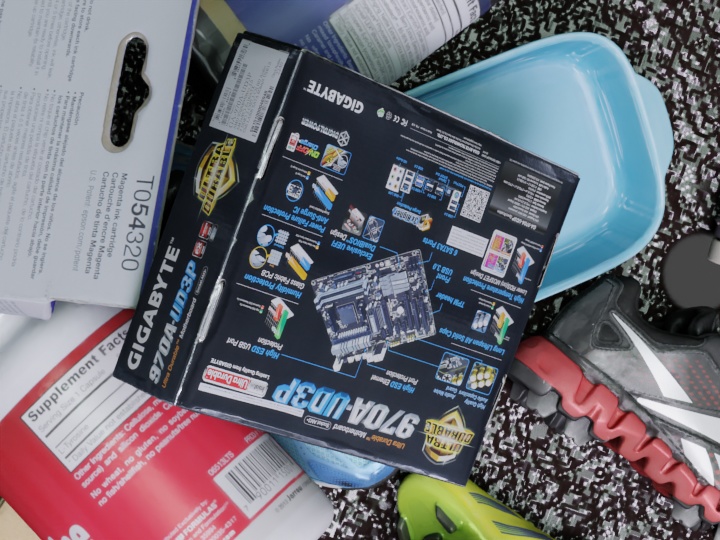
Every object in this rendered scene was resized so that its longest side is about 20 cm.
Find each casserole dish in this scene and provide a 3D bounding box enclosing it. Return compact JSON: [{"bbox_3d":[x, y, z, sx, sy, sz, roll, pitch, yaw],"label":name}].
[{"bbox_3d":[0.059,-0.042,1.125,0.199,0.039,0.122,-22,105,-15],"label":"casserole dish"}]

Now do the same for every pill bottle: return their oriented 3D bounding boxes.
[{"bbox_3d":[-0.116,0.079,1.070,0.112,0.112,0.200,-43,86,-4],"label":"pill bottle"},{"bbox_3d":[0.003,-0.149,1.084,0.200,0.112,0.112,-38,99,-6],"label":"pill bottle"}]

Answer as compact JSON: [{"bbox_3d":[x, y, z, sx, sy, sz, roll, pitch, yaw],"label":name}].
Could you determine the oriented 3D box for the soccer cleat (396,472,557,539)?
[{"bbox_3d":[0.100,0.163,1.159,0.200,0.065,0.084,44,56,-6],"label":"soccer cleat"}]

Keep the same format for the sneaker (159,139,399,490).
[{"bbox_3d":[-0.050,0.029,1.097,0.078,0.090,0.200,-41,100,-5],"label":"sneaker"}]

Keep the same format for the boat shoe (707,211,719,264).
[{"bbox_3d":[0.278,-0.014,1.163,0.198,0.073,0.063,10,95,-6],"label":"boat shoe"}]

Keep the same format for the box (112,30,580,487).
[{"bbox_3d":[0.000,0.000,1.026,0.199,0.046,0.160,19,91,-45],"label":"box"}]

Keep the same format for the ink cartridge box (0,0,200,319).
[{"bbox_3d":[-0.170,-0.080,1.037,0.198,0.043,0.198,7,76,10],"label":"ink cartridge box"}]

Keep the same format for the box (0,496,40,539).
[{"bbox_3d":[-0.153,0.232,1.128,0.163,0.021,0.201,30,88,-10],"label":"box"}]

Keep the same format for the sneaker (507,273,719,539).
[{"bbox_3d":[0.171,0.075,1.150,0.200,0.071,0.098,38,87,-10],"label":"sneaker"}]
